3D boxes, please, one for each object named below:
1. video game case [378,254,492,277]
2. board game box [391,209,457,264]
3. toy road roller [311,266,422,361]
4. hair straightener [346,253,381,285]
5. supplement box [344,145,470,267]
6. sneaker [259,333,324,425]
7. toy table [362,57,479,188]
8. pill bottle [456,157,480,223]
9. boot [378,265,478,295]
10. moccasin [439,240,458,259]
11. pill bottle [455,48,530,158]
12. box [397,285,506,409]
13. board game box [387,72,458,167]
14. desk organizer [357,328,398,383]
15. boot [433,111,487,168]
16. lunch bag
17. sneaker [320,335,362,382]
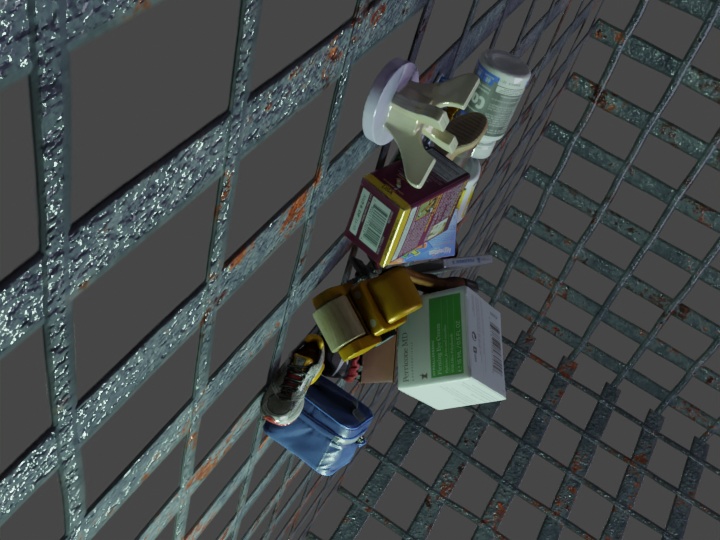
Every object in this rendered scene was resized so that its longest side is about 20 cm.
[{"bbox_3d":[0.170,-0.006,1.921,0.180,0.198,0.022,-6,85,-45],"label":"video game case"},{"bbox_3d":[0.126,-0.073,1.747,0.198,0.019,0.105,-8,104,-41],"label":"board game box"},{"bbox_3d":[0.021,0.066,1.531,0.145,0.124,0.199,-35,170,29],"label":"toy road roller"},{"bbox_3d":[0.000,0.000,1.654,0.076,0.041,0.200,-34,173,0],"label":"hair straightener"},{"bbox_3d":[0.082,-0.115,1.473,0.199,0.103,0.132,-28,149,-43],"label":"supplement box"},{"bbox_3d":[-0.124,0.193,1.537,0.083,0.077,0.201,102,12,-46],"label":"sneaker"},{"bbox_3d":[0.086,-0.231,1.269,0.186,0.116,0.200,-63,167,13],"label":"toy table"},{"bbox_3d":[0.188,-0.168,1.859,0.112,0.110,0.201,-51,165,-34],"label":"pill bottle"},{"bbox_3d":[0.126,0.036,1.832,0.187,0.197,0.070,3,-98,64],"label":"boot"},{"bbox_3d":[0.153,-0.061,1.849,0.201,0.073,0.079,33,48,-53],"label":"moccasin"},{"bbox_3d":[0.264,-0.342,1.754,0.114,0.113,0.202,-44,160,-51],"label":"pill bottle"},{"bbox_3d":[0.191,0.167,1.786,0.199,0.169,0.203,33,51,-52],"label":"box"},{"bbox_3d":[0.121,-0.250,1.587,0.202,0.026,0.200,-61,169,3],"label":"board game box"},{"bbox_3d":[0.032,0.127,1.749,0.072,0.075,0.204,-149,-119,-68],"label":"desk organizer"},{"bbox_3d":[0.174,-0.204,1.666,0.200,0.072,0.167,-45,159,-14],"label":"boot"},{"bbox_3d":[-0.073,0.288,1.643,0.135,0.198,0.134,-17,134,-65],"label":"lunch bag"},{"bbox_3d":[-0.038,0.135,1.687,0.071,0.096,0.204,-119,-145,-56],"label":"sneaker"}]
